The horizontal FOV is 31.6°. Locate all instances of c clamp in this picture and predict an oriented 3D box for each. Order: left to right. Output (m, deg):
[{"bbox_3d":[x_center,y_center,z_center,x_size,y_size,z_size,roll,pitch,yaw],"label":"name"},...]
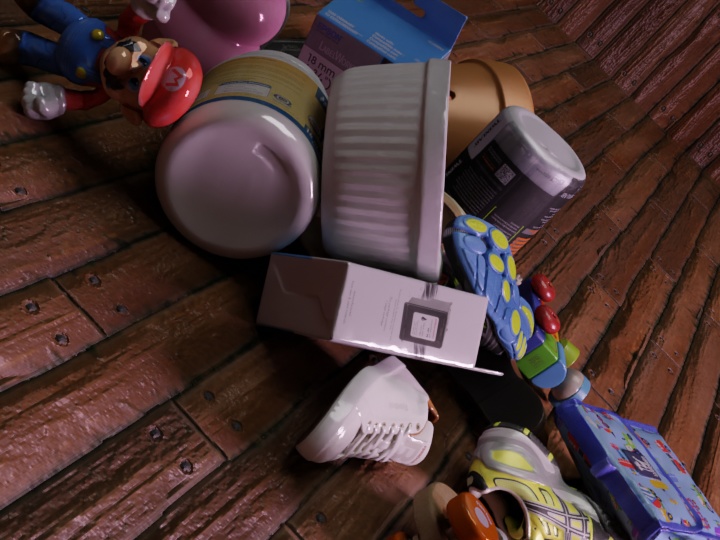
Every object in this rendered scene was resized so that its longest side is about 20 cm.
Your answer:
[{"bbox_3d":[-0.051,-0.233,1.597,0.171,0.027,0.200,42,24,8],"label":"c clamp"}]

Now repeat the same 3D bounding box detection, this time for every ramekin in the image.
[{"bbox_3d":[0.024,-0.091,1.140,0.105,0.201,0.200,3,27,4],"label":"ramekin"}]

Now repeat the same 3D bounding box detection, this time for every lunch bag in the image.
[{"bbox_3d":[0.253,0.207,1.199,0.200,0.094,0.151,36,19,-53],"label":"lunch bag"}]

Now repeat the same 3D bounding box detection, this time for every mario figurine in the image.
[{"bbox_3d":[-0.223,-0.185,1.061,0.200,0.124,0.106,24,39,21],"label":"mario figurine"}]

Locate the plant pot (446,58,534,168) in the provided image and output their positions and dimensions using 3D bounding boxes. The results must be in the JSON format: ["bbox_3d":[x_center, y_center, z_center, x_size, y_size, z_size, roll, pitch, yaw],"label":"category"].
[{"bbox_3d":[0.094,-0.163,1.522,0.140,0.200,0.200,7,40,-30],"label":"plant pot"}]

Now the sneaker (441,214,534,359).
[{"bbox_3d":[0.106,0.022,1.182,0.200,0.083,0.071,62,41,-53],"label":"sneaker"}]

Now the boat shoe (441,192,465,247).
[{"bbox_3d":[0.023,-0.083,1.362,0.200,0.074,0.066,30,6,20],"label":"boat shoe"}]

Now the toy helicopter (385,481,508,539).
[{"bbox_3d":[0.106,0.252,0.994,0.200,0.079,0.132,55,14,-1],"label":"toy helicopter"}]

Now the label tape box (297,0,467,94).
[{"bbox_3d":[0.008,-0.226,1.413,0.144,0.200,0.063,35,31,15],"label":"label tape box"}]

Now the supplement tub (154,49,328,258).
[{"bbox_3d":[-0.098,-0.113,1.160,0.145,0.145,0.200,38,24,-14],"label":"supplement tub"}]

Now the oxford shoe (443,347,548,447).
[{"bbox_3d":[0.131,0.113,1.274,0.200,0.071,0.071,-114,178,-47],"label":"oxford shoe"}]

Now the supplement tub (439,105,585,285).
[{"bbox_3d":[0.141,-0.074,1.410,0.122,0.200,0.123,36,24,-19],"label":"supplement tub"}]

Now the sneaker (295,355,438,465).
[{"bbox_3d":[0.018,0.125,1.034,0.085,0.073,0.200,45,22,9],"label":"sneaker"}]

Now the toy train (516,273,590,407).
[{"bbox_3d":[0.204,0.065,1.437,0.116,0.085,0.200,47,21,-18],"label":"toy train"}]

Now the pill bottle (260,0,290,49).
[{"bbox_3d":[-0.178,-0.346,1.467,0.200,0.111,0.111,53,25,21],"label":"pill bottle"}]

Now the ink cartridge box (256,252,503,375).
[{"bbox_3d":[0.026,0.039,1.106,0.200,0.067,0.116,14,-4,-38],"label":"ink cartridge box"}]

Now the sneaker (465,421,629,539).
[{"bbox_3d":[0.166,0.228,1.130,0.200,0.075,0.076,45,55,-7],"label":"sneaker"}]

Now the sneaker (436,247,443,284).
[{"bbox_3d":[0.016,-0.039,1.259,0.090,0.078,0.200,-7,57,-24],"label":"sneaker"}]

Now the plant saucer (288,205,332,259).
[{"bbox_3d":[0.000,0.000,1.274,0.200,0.029,0.200,36,24,-19],"label":"plant saucer"}]

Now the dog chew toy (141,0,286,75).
[{"bbox_3d":[-0.133,-0.268,1.293,0.124,0.200,0.125,36,24,-18],"label":"dog chew toy"}]
